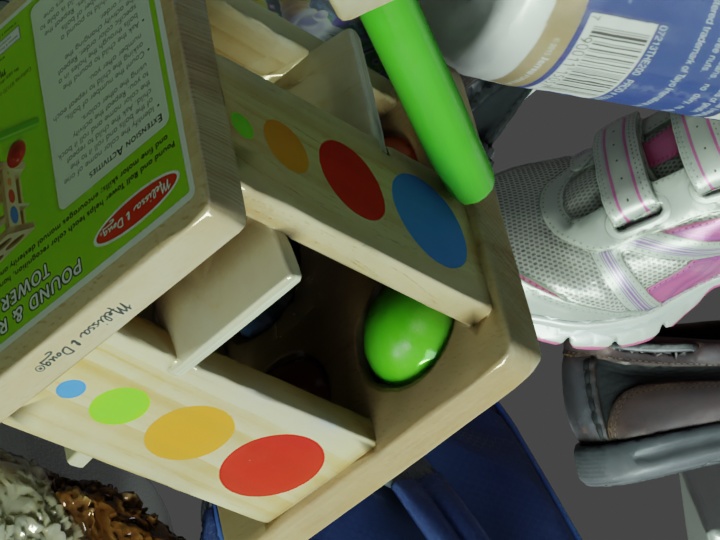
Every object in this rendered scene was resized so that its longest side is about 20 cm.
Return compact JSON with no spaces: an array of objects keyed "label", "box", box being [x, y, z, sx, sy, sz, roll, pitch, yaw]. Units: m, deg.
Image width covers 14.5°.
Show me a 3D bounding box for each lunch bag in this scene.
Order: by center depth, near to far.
[{"label":"lunch bag","box":[0.019,0.145,1.094,0.135,0.201,0.133,-13,142,-24]}]

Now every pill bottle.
[{"label":"pill bottle","box":[0.128,-0.105,0.942,0.199,0.111,0.111,8,131,-20]}]

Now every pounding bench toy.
[{"label":"pounding bench toy","box":[-0.015,-0.026,0.845,0.200,0.125,0.156,-38,137,28]}]

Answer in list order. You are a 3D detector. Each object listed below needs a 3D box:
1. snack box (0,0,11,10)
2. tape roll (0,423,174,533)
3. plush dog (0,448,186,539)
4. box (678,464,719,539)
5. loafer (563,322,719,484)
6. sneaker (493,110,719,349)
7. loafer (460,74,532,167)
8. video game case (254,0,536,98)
[{"label":"snack box","box":[-0.143,-0.034,0.984,0.167,0.068,0.201,9,138,-13]},{"label":"tape roll","box":[-0.174,0.135,1.176,0.201,0.037,0.204,-4,132,-4]},{"label":"plush dog","box":[-0.159,0.145,1.092,0.199,0.160,0.173,-3,117,-29]},{"label":"box","box":[0.210,0.176,1.172,0.123,0.098,0.201,-9,104,0]},{"label":"loafer","box":[0.173,0.030,1.085,0.199,0.072,0.063,-15,90,-12]},{"label":"sneaker","box":[0.123,-0.036,1.031,0.199,0.082,0.089,-12,138,-6]},{"label":"loafer","box":[0.000,0.000,1.003,0.200,0.063,0.072,-46,159,13]},{"label":"video game case","box":[-0.040,-0.091,0.999,0.143,0.018,0.200,-38,127,24]}]
